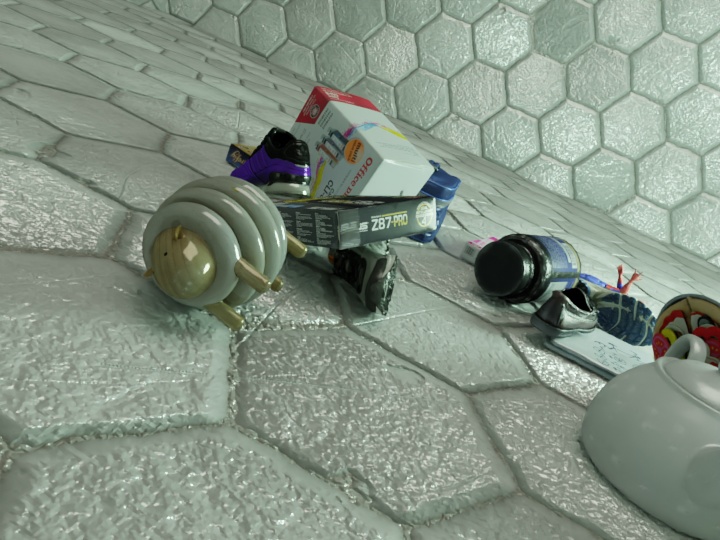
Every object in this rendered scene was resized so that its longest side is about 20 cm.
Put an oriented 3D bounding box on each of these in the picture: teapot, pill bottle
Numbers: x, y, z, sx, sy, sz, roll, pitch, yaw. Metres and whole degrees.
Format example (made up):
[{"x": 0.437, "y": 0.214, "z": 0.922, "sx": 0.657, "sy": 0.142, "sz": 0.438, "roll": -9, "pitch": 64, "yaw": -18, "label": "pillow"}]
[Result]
[{"x": 0.332, "y": 0.152, "z": 0.647, "sx": 0.197, "sy": 0.147, "sz": 0.200, "roll": 9, "pitch": 22, "yaw": -36, "label": "teapot"}, {"x": 0.270, "y": -0.003, "z": 1.049, "sx": 0.112, "sy": 0.112, "sz": 0.200, "roll": 36, "pitch": 22, "yaw": 34, "label": "pill bottle"}]

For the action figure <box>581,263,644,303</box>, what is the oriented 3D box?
[{"x": 0.496, "y": 0.008, "z": 1.318, "sx": 0.200, "sy": 0.099, "sz": 0.065, "roll": 35, "pitch": 23, "yaw": 24, "label": "action figure"}]

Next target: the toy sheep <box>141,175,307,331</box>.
[{"x": -0.130, "y": -0.026, "z": 0.619, "sx": 0.137, "sy": 0.138, "sz": 0.200, "roll": 25, "pitch": 23, "yaw": 6, "label": "toy sheep"}]

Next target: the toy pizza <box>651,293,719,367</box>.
[{"x": 0.403, "y": 0.127, "z": 0.765, "sx": 0.032, "sy": 0.201, "sz": 0.200, "roll": -13, "pitch": 28, "yaw": -10, "label": "toy pizza"}]

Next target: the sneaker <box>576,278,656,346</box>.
[{"x": 0.428, "y": 0.061, "z": 1.124, "sx": 0.200, "sy": 0.077, "sz": 0.085, "roll": 32, "pitch": 17, "yaw": 24, "label": "sneaker"}]

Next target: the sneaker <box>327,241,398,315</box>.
[{"x": 0.000, "y": 0.000, "z": 0.803, "sx": 0.079, "sy": 0.074, "sz": 0.200, "roll": 10, "pitch": 15, "yaw": -10, "label": "sneaker"}]

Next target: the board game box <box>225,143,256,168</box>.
[{"x": -0.127, "y": -0.180, "z": 1.182, "sx": 0.135, "sy": 0.035, "sz": 0.200, "roll": 35, "pitch": 22, "yaw": 30, "label": "board game box"}]

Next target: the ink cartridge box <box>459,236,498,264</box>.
[{"x": 0.268, "y": -0.026, "z": 1.233, "sx": 0.095, "sy": 0.037, "sz": 0.200, "roll": 32, "pitch": 18, "yaw": 23, "label": "ink cartridge box"}]

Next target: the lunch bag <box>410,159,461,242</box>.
[{"x": 0.105, "y": -0.146, "z": 1.212, "sx": 0.135, "sy": 0.133, "sz": 0.200, "roll": 25, "pitch": 18, "yaw": 6, "label": "lunch bag"}]

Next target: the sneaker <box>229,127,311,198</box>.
[{"x": -0.130, "y": -0.160, "z": 0.959, "sx": 0.069, "sy": 0.100, "sz": 0.200, "roll": 1, "pitch": 6, "yaw": -37, "label": "sneaker"}]

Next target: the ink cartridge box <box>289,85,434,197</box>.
[{"x": -0.010, "y": -0.182, "z": 1.088, "sx": 0.144, "sy": 0.146, "sz": 0.200, "roll": -2, "pitch": 45, "yaw": -50, "label": "ink cartridge box"}]

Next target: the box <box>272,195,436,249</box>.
[{"x": -0.031, "y": -0.065, "z": 0.809, "sx": 0.161, "sy": 0.049, "sz": 0.200, "roll": -15, "pitch": 16, "yaw": -40, "label": "box"}]

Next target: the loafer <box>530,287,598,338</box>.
[{"x": 0.316, "y": 0.054, "z": 0.960, "sx": 0.072, "sy": 0.063, "sz": 0.200, "roll": 33, "pitch": 22, "yaw": 29, "label": "loafer"}]

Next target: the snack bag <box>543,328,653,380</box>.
[{"x": 0.369, "y": 0.120, "z": 0.972, "sx": 0.188, "sy": 0.021, "sz": 0.200, "roll": 27, "pitch": 19, "yaw": 11, "label": "snack bag"}]
